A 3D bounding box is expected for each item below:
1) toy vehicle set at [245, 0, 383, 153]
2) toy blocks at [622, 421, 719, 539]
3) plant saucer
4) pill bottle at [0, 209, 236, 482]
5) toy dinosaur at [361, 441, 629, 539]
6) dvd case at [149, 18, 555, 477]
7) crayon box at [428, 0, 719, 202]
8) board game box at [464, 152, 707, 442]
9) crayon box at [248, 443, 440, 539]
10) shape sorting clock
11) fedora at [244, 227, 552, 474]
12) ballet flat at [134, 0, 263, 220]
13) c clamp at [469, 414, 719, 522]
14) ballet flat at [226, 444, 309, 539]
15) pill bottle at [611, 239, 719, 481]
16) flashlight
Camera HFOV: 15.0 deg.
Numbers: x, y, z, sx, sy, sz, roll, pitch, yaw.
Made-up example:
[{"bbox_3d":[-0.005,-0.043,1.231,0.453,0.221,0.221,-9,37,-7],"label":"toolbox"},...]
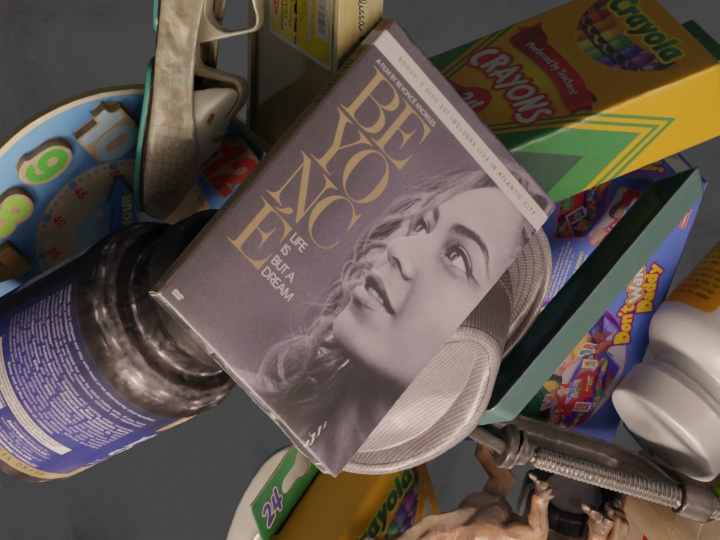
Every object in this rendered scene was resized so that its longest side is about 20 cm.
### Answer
[{"bbox_3d":[-0.026,-0.150,1.516,0.027,0.124,0.200,-8,114,-24],"label":"toy vehicle set"},{"bbox_3d":[0.195,0.177,1.819,0.100,0.137,0.200,-11,129,-26],"label":"toy blocks"},{"bbox_3d":[0.133,0.017,1.636,0.019,0.070,0.200,43,73,-9],"label":"plant saucer"},{"bbox_3d":[-0.132,0.039,1.525,0.112,0.112,0.200,28,144,-33],"label":"pill bottle"},{"bbox_3d":[0.090,0.188,1.699,0.200,0.086,0.136,29,95,-7],"label":"toy dinosaur"},{"bbox_3d":[0.000,-0.012,1.463,0.149,0.016,0.200,47,71,-24],"label":"dvd case"},{"bbox_3d":[0.130,-0.106,1.624,0.200,0.127,0.051,-23,125,-10],"label":"crayon box"},{"bbox_3d":[0.123,0.016,1.742,0.134,0.045,0.200,6,117,-25],"label":"board game box"},{"bbox_3d":[0.003,0.187,1.751,0.126,0.052,0.200,-55,139,-41],"label":"crayon box"},{"bbox_3d":[-0.139,-0.019,1.619,0.200,0.039,0.200,-10,122,-16],"label":"shape sorting clock"},{"bbox_3d":[0.021,0.046,1.563,0.200,0.090,0.177,-36,132,22],"label":"fedora"},{"bbox_3d":[-0.088,-0.122,1.530,0.062,0.067,0.200,7,102,10],"label":"ballet flat"},{"bbox_3d":[0.143,0.117,1.674,0.200,0.171,0.027,18,100,-13],"label":"c clamp"},{"bbox_3d":[-0.062,0.209,1.771,0.069,0.069,0.200,14,113,-28],"label":"ballet flat"},{"bbox_3d":[0.254,0.034,1.733,0.200,0.113,0.113,-47,127,-14],"label":"pill bottle"},{"bbox_3d":[0.124,0.207,1.825,0.068,0.068,0.200,-45,155,-40],"label":"flashlight"}]
